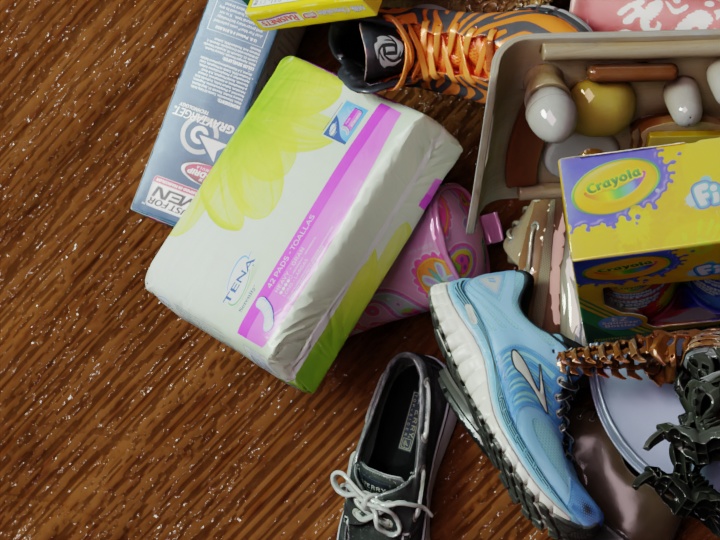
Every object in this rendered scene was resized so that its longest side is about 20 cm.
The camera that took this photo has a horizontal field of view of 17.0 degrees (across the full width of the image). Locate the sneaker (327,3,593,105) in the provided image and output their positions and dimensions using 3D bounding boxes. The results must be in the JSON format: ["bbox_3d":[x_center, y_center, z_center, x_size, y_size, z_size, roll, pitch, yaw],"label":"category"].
[{"bbox_3d":[0.057,-0.137,1.593,0.199,0.112,0.078,7,100,46],"label":"sneaker"}]

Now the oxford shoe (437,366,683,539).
[{"bbox_3d":[0.138,0.120,1.638,0.200,0.073,0.085,40,89,17],"label":"oxford shoe"}]

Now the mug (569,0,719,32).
[{"bbox_3d":[0.255,-0.144,1.623,0.199,0.178,0.134,9,47,22],"label":"mug"}]

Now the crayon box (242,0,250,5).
[{"bbox_3d":[-0.043,-0.285,1.743,0.199,0.058,0.173,-31,60,-29],"label":"crayon box"}]

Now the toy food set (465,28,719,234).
[{"bbox_3d":[0.171,-0.080,1.547,0.199,0.144,0.061,-1,47,-6],"label":"toy food set"}]

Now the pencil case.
[{"bbox_3d":[0.000,0.000,1.701,0.199,0.087,0.088,-18,72,29],"label":"pencil case"}]

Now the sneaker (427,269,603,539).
[{"bbox_3d":[0.117,0.081,1.579,0.090,0.078,0.201,-23,68,-3],"label":"sneaker"}]

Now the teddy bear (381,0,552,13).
[{"bbox_3d":[0.098,-0.204,1.701,0.200,0.067,0.145,-48,44,21],"label":"teddy bear"}]

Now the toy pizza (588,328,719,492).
[{"bbox_3d":[0.251,0.061,1.600,0.199,0.032,0.201,-3,73,11],"label":"toy pizza"}]

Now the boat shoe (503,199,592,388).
[{"bbox_3d":[0.132,-0.019,1.662,0.071,0.076,0.201,-3,77,26],"label":"boat shoe"}]

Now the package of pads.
[{"bbox_3d":[-0.044,-0.036,1.649,0.154,0.068,0.201,28,84,44],"label":"package of pads"}]

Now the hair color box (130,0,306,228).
[{"bbox_3d":[-0.099,-0.124,1.768,0.060,0.100,0.201,20,88,8],"label":"hair color box"}]

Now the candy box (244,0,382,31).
[{"bbox_3d":[-0.002,-0.250,1.625,0.102,0.026,0.201,-4,54,41],"label":"candy box"}]

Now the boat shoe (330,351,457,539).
[{"bbox_3d":[0.019,0.155,1.680,0.073,0.068,0.200,19,88,27],"label":"boat shoe"}]

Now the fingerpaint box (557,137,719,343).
[{"bbox_3d":[0.231,-0.021,1.519,0.199,0.167,0.074,-7,69,5],"label":"fingerpaint box"}]

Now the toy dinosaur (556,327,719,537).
[{"bbox_3d":[0.230,0.086,1.544,0.199,0.102,0.136,-1,48,25],"label":"toy dinosaur"}]
